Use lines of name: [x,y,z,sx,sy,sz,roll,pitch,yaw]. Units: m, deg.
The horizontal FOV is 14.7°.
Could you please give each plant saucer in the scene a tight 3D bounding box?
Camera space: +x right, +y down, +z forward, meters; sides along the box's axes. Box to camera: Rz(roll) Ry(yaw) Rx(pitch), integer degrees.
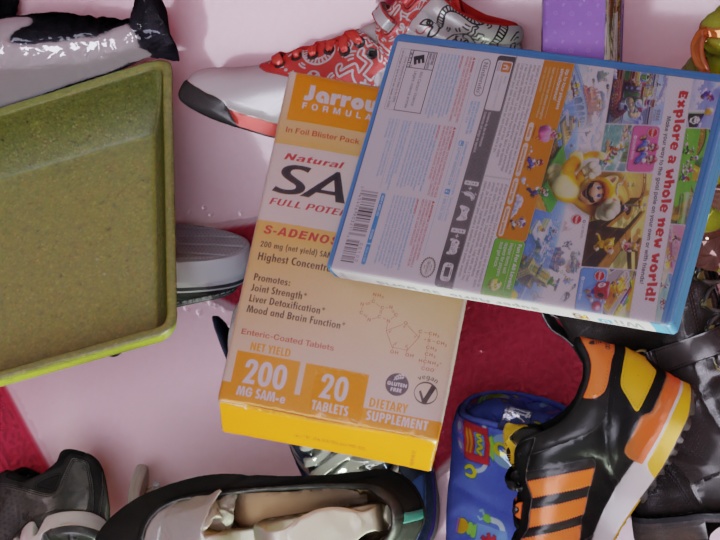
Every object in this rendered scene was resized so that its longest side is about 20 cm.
plant saucer: [-0.192,-0.011,1.666,0.200,0.048,0.200,-15,54,16]

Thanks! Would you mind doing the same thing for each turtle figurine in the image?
turtle figurine: [0.203,-0.082,1.578,0.064,0.200,0.161,-2,123,1]

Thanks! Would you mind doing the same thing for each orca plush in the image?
orca plush: [-0.213,-0.149,1.696,0.200,0.105,0.071,-18,63,22]

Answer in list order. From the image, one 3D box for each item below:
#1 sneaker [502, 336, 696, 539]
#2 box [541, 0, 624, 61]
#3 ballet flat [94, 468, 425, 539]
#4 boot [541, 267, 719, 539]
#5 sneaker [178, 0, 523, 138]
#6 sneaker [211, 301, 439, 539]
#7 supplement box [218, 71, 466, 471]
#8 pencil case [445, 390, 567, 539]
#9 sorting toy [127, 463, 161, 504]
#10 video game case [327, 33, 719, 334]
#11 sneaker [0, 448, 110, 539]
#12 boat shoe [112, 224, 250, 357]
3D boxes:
sneaker: [0.109,0.132,1.612,0.090,0.070,0.200,32,93,-3]
box: [0.127,-0.127,1.596,0.039,0.137,0.200,2,100,10]
ballet flat: [-0.063,0.149,1.612,0.200,0.068,0.068,-12,91,7]
boot: [0.219,0.068,1.647,0.200,0.069,0.174,-14,97,16]
sneaker: [-0.002,-0.126,1.660,0.201,0.067,0.108,13,101,5]
sneaker: [-0.022,0.098,1.661,0.081,0.146,0.200,-21,95,14]
supplement box: [0.000,0.000,1.572,0.126,0.074,0.200,10,73,2]
pencil case: [0.095,0.171,1.685,0.087,0.078,0.200,9,103,32]
sorting toy: [-0.079,0.246,1.730,0.200,0.107,0.180,20,124,14]
video game case: [0.092,-0.049,1.502,0.200,0.018,0.143,9,73,25]
sneaker: [-0.221,0.174,1.759,0.066,0.091,0.200,29,135,-32]
boat shoe: [-0.154,0.017,1.721,0.200,0.072,0.071,-5,107,23]
